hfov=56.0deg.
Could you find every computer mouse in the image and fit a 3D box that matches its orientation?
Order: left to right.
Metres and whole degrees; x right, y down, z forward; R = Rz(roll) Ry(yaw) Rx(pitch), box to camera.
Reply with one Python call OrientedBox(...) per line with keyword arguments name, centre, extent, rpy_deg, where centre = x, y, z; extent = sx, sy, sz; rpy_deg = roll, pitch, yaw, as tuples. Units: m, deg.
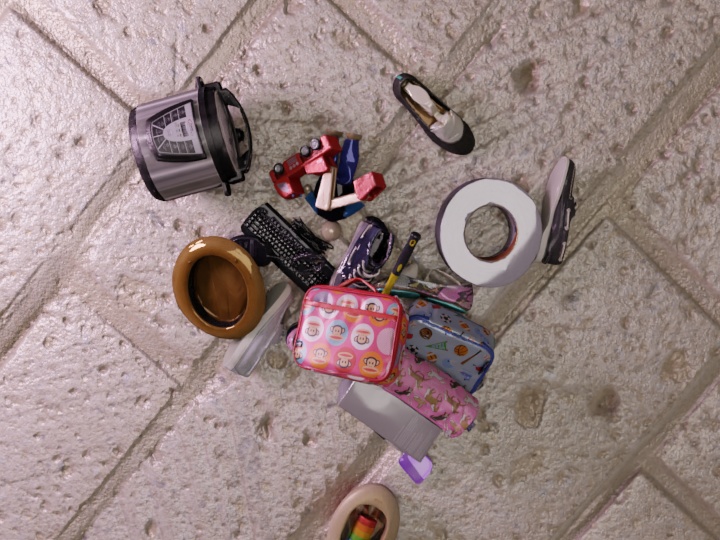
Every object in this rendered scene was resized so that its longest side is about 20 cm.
OrientedBox(name="computer mouse", centre=(-0.159, -0.032, 1.286), extent=(0.194, 0.034, 0.060), rpy_deg=(11, 115, 4))

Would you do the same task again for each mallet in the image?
OrientedBox(name="mallet", centre=(0.052, 0.008, 1.221), extent=(0.064, 0.042, 0.203), rpy_deg=(17, 127, 0))

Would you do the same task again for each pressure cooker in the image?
OrientedBox(name="pressure cooker", centre=(-0.291, -0.231, 1.200), extent=(0.195, 0.181, 0.178), rpy_deg=(-14, 136, 0))

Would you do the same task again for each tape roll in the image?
OrientedBox(name="tape roll", centre=(0.242, -0.073, 1.288), extent=(0.194, 0.066, 0.207), rpy_deg=(0, 97, -1))

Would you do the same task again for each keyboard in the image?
OrientedBox(name="keyboard", centre=(-0.131, -0.048, 1.294), extent=(0.199, 0.040, 0.104), rpy_deg=(43, 95, -7))

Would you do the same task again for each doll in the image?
OrientedBox(name="doll", centre=(-0.041, -0.156, 1.274), extent=(0.133, 0.048, 0.206), rpy_deg=(12, 99, 13))

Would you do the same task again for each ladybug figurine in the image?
OrientedBox(name="ladybug figurine", centre=(0.004, 0.512, 1.351), extent=(0.133, 0.072, 0.204), rpy_deg=(27, 95, -4))

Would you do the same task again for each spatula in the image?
OrientedBox(name="spatula", centre=(0.064, 0.342, 1.357), extent=(0.200, 0.021, 0.057), rpy_deg=(44, 96, -6))

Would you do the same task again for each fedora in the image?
OrientedBox(name="fedora", centre=(-0.254, 0.025, 1.266), extent=(0.195, 0.082, 0.206), rpy_deg=(4, 112, 11))

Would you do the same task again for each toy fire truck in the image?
OrientedBox(name="toy fire truck", centre=(-0.064, -0.163, 1.229), extent=(0.197, 0.048, 0.144), rpy_deg=(-28, 81, 25))

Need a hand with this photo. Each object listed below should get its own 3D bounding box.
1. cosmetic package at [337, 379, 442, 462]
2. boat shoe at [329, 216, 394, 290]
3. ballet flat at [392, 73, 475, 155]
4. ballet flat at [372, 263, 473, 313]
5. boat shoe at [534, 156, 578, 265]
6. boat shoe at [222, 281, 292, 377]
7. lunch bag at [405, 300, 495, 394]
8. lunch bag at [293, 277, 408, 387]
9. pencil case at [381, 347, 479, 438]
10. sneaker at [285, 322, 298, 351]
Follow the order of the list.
OrientedBox(name="cosmetic package", centre=(0.054, 0.265, 1.305), extent=(0.197, 0.107, 0.091), rpy_deg=(33, 97, -4))
OrientedBox(name="boat shoe", centre=(0.000, 0.000, 1.270), extent=(0.073, 0.093, 0.205), rpy_deg=(18, 97, -20))
OrientedBox(name="ballet flat", centre=(0.136, -0.286, 1.256), extent=(0.199, 0.068, 0.068), rpy_deg=(39, 94, -6))
OrientedBox(name="ballet flat", centre=(0.123, 0.028, 1.300), extent=(0.194, 0.069, 0.073), rpy_deg=(12, 79, 1))
OrientedBox(name="boat shoe", centre=(0.379, -0.110, 1.284), extent=(0.059, 0.074, 0.206), rpy_deg=(11, 100, -3))
OrientedBox(name="boat shoe", centre=(-0.184, 0.117, 1.306), extent=(0.071, 0.070, 0.203), rpy_deg=(35, 94, -25))
OrientedBox(name="lunch bag", centre=(0.155, 0.159, 1.293), extent=(0.196, 0.076, 0.162), rpy_deg=(27, 122, -3))
OrientedBox(name="lunch bag", centre=(-0.013, 0.102, 1.200), extent=(0.195, 0.082, 0.181), rpy_deg=(7, 77, 20))
OrientedBox(name="pencil case", centre=(0.123, 0.223, 1.245), extent=(0.198, 0.087, 0.083), rpy_deg=(36, 120, -6))
OrientedBox(name="sneaker", centre=(-0.047, 0.132, 1.297), extent=(0.194, 0.082, 0.072), rpy_deg=(-6, 97, -1))
